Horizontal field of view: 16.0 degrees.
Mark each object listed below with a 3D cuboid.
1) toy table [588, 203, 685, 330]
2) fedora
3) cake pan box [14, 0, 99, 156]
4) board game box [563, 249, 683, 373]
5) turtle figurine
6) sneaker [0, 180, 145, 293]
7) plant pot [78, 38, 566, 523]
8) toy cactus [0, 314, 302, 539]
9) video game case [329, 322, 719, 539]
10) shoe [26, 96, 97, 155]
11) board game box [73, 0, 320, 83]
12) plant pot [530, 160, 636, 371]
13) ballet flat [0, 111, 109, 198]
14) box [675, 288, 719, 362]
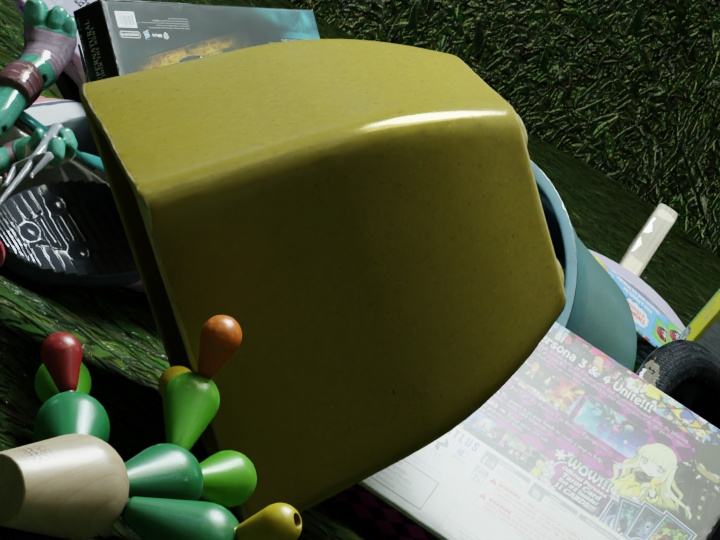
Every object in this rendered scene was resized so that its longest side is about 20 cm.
[{"bbox_3d":[0.194,0.034,2.112,0.200,0.184,0.117,44,25,-3],"label":"toy table"},{"bbox_3d":[0.177,0.136,1.635,0.092,0.201,0.201,1,-8,31],"label":"fedora"},{"bbox_3d":[-0.153,-0.103,1.752,0.200,0.052,0.184,44,-19,47],"label":"cake pan box"},{"bbox_3d":[0.121,0.026,1.898,0.200,0.151,0.037,40,49,-30],"label":"board game box"},{"bbox_3d":[-0.232,-0.083,1.443,0.150,0.101,0.200,20,39,-4],"label":"turtle figurine"},{"bbox_3d":[-0.148,-0.009,1.540,0.200,0.082,0.070,-3,62,-43],"label":"sneaker"},{"bbox_3d":[-0.011,-0.016,1.322,0.196,0.200,0.194,-128,-160,-65],"label":"plant pot"},{"bbox_3d":[-0.093,0.089,1.128,0.165,0.102,0.200,3,38,-52],"label":"toy cactus"},{"bbox_3d":[0.103,0.114,1.449,0.200,0.036,0.181,33,50,6],"label":"video game case"},{"bbox_3d":[-0.238,-0.100,1.644,0.091,0.071,0.200,40,15,13],"label":"shoe"},{"bbox_3d":[-0.082,-0.092,1.536,0.200,0.028,0.135,-4,78,-53],"label":"board game box"},{"bbox_3d":[0.083,0.032,1.708,0.200,0.200,0.196,37,3,29],"label":"plant pot"},{"bbox_3d":[-0.176,-0.045,1.593,0.069,0.069,0.200,39,6,35],"label":"ballet flat"},{"bbox_3d":[0.237,0.110,1.729,0.117,0.200,0.048,36,29,-4],"label":"box"}]
